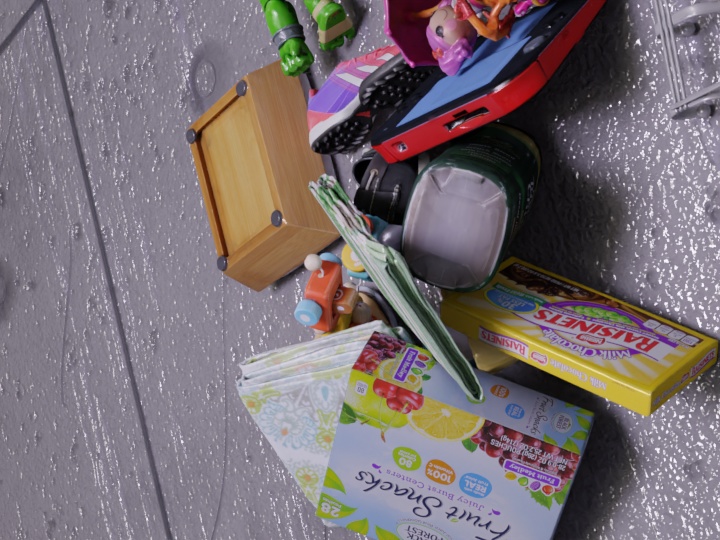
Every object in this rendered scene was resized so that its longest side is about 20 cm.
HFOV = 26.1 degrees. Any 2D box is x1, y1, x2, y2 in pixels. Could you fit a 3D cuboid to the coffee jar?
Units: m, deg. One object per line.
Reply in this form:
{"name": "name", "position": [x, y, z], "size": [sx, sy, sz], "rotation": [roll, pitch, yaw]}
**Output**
{"name": "coffee jar", "position": [0.096, -0.059, 1.284], "size": [0.085, 0.200, 0.105], "rotation": [17, 111, 9]}

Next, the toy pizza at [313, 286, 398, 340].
{"name": "toy pizza", "position": [-0.017, 0.114, 1.517], "size": [0.200, 0.031, 0.202], "rotation": [-24, 62, 58]}

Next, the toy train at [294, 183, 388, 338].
{"name": "toy train", "position": [0.000, 0.000, 1.425], "size": [0.055, 0.201, 0.151], "rotation": [13, 138, 14]}

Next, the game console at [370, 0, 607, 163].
{"name": "game console", "position": [0.107, -0.169, 1.294], "size": [0.031, 0.177, 0.199], "rotation": [49, 143, -17]}

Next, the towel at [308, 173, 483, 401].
{"name": "towel", "position": [0.028, 0.008, 1.254], "size": [0.153, 0.023, 0.200], "rotation": [56, 177, -27]}

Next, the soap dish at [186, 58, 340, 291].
{"name": "soap dish", "position": [-0.102, -0.098, 1.612], "size": [0.157, 0.081, 0.202], "rotation": [-33, 67, 47]}

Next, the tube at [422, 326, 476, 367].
{"name": "tube", "position": [0.056, 0.142, 1.456], "size": [0.078, 0.050, 0.201], "rotation": [-117, 39, -46]}

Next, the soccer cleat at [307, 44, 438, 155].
{"name": "soccer cleat", "position": [0.009, -0.184, 1.485], "size": [0.200, 0.068, 0.074], "rotation": [-37, 59, 48]}

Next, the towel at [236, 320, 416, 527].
{"name": "towel", "position": [0.001, 0.141, 1.398], "size": [0.170, 0.048, 0.201], "rotation": [-16, 120, 29]}

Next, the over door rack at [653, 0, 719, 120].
{"name": "over door rack", "position": [0.279, -0.207, 1.128], "size": [0.200, 0.066, 0.149], "rotation": [144, 118, -69]}

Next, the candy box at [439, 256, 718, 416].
{"name": "candy box", "position": [0.170, 0.048, 1.224], "size": [0.199, 0.102, 0.027], "rotation": [24, 129, 34]}

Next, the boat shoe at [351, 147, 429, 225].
{"name": "boat shoe", "position": [0.026, -0.098, 1.398], "size": [0.200, 0.067, 0.072], "rotation": [-87, 1, -65]}

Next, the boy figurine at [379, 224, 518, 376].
{"name": "boy figurine", "position": [0.091, 0.027, 1.361], "size": [0.200, 0.064, 0.125], "rotation": [54, 173, 48]}

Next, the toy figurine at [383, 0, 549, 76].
{"name": "toy figurine", "position": [0.095, -0.236, 1.290], "size": [0.184, 0.149, 0.201], "rotation": [-54, 39, 35]}

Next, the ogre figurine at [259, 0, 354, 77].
{"name": "ogre figurine", "position": [-0.042, -0.303, 1.520], "size": [0.120, 0.098, 0.201], "rotation": [50, 140, 23]}

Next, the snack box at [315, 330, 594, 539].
{"name": "snack box", "position": [0.076, 0.164, 1.304], "size": [0.199, 0.068, 0.170], "rotation": [21, 125, 9]}
